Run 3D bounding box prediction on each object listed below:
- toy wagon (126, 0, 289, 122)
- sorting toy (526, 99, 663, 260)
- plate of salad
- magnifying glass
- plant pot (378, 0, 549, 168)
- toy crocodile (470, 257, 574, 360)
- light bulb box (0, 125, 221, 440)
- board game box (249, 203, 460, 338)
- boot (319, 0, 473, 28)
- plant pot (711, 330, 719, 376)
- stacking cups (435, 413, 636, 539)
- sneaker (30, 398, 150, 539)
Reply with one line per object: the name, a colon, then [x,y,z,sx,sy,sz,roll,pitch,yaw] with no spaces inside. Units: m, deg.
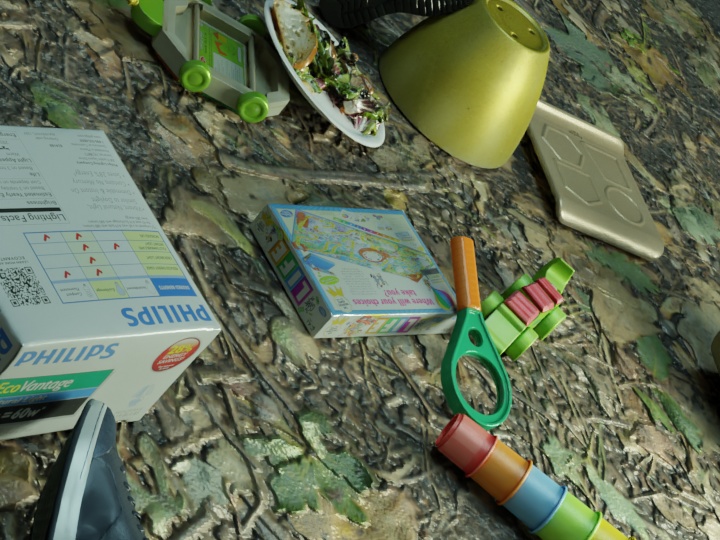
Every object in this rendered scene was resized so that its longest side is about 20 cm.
toy wagon: [-0.161,-0.232,1.655,0.199,0.040,0.156,26,34,-25]
sorting toy: [0.286,-0.112,2.032,0.184,0.036,0.201,20,42,-33]
plate of salad: [-0.031,-0.222,1.752,0.200,0.048,0.201,45,22,-24]
magnifying glass: [0.107,0.060,1.567,0.079,0.022,0.202,18,57,-35]
plant pot: [0.142,-0.242,1.916,0.199,0.142,0.201,29,34,-22]
toy crocodile: [0.170,0.040,1.676,0.068,0.062,0.200,47,31,9]
light bulb box: [-0.244,0.007,1.178,0.197,0.125,0.201,-3,54,-51]
board game box: [0.000,0.000,1.556,0.199,0.034,0.135,1,50,-49]
boot: [0.060,-0.353,1.928,0.139,0.198,0.078,-61,143,-62]
plant pot: [0.505,0.161,1.824,0.186,0.187,0.202,20,51,-33]
stacking cups: [0.153,0.208,1.464,0.199,0.061,0.061,36,31,0]
sneaker: [-0.148,0.190,1.093,0.145,0.077,0.203,19,46,-16]
